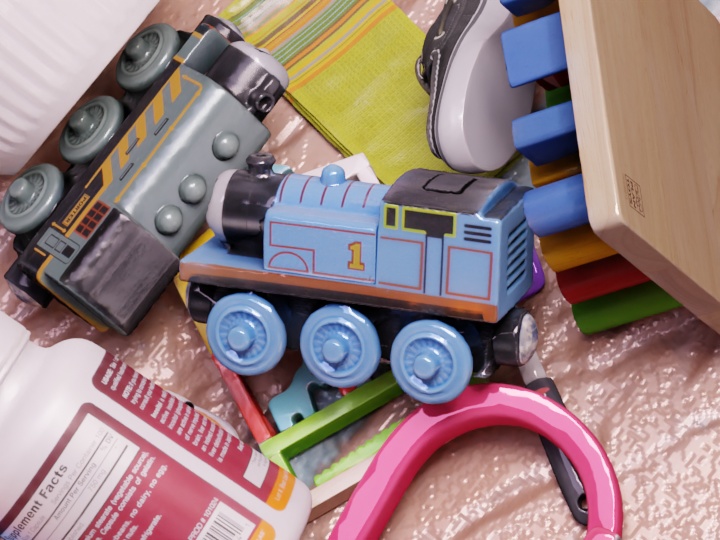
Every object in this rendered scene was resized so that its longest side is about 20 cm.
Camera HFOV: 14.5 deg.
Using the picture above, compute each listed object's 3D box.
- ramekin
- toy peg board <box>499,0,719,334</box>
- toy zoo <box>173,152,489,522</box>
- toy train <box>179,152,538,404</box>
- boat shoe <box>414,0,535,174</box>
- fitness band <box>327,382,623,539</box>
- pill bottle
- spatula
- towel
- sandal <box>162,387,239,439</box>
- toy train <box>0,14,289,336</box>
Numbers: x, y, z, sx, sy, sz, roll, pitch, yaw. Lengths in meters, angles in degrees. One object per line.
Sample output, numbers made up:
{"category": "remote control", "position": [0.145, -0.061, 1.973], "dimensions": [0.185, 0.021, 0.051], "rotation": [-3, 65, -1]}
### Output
{"category": "ramekin", "position": [-0.187, -0.148, 1.619], "dimensions": [0.105, 0.200, 0.200], "rotation": [39, 81, -6]}
{"category": "toy peg board", "position": [0.124, -0.069, 1.505], "dimensions": [0.097, 0.199, 0.201], "rotation": [-18, 63, 25]}
{"category": "toy zoo", "position": [-0.022, 0.024, 1.584], "dimensions": [0.131, 0.020, 0.201], "rotation": [-30, 68, 2]}
{"category": "toy train", "position": [0.000, 0.000, 1.511], "dimensions": [0.199, 0.087, 0.115], "rotation": [8, 107, 19]}
{"category": "boat shoe", "position": [0.063, -0.118, 1.580], "dimensions": [0.056, 0.069, 0.200], "rotation": [-8, 34, 23]}
{"category": "fitness band", "position": [0.055, 0.157, 1.498], "dimensions": [0.143, 0.037, 0.201], "rotation": [28, 82, 21]}
{"category": "pill bottle", "position": [-0.134, 0.109, 1.493], "dimensions": [0.200, 0.113, 0.113], "rotation": [35, 78, -6]}
{"category": "spatula", "position": [0.091, 0.050, 1.551], "dimensions": [0.056, 0.021, 0.201], "rotation": [-23, 64, 5]}
{"category": "towel", "position": [0.007, -0.111, 1.646], "dimensions": [0.086, 0.018, 0.200], "rotation": [-43, 64, -4]}
{"category": "sandal", "position": [-0.168, 0.085, 1.587], "dimensions": [0.206, 0.059, 0.080], "rotation": [18, 74, 21]}
{"category": "toy train", "position": [-0.120, -0.055, 1.605], "dimensions": [0.200, 0.085, 0.114], "rotation": [-52, 37, -7]}
